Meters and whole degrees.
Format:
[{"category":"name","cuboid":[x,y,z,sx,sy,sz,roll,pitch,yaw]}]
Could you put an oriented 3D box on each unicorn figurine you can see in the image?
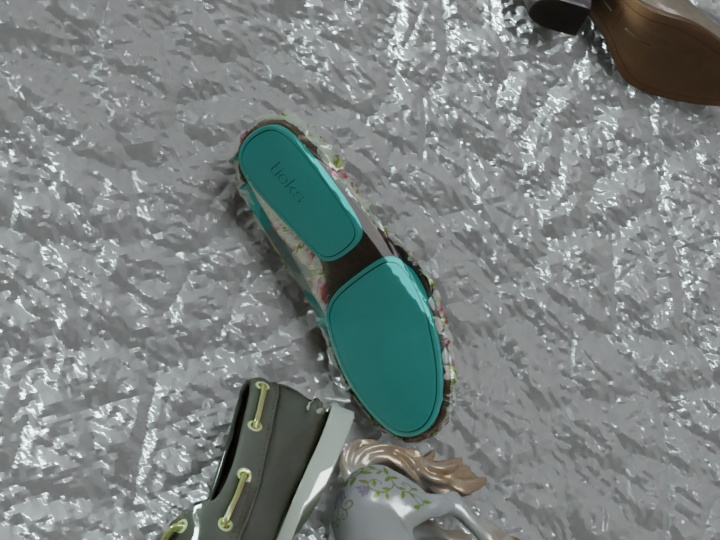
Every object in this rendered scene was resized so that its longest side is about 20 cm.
[{"category":"unicorn figurine","cuboid":[0.018,0.154,1.085,0.137,0.074,0.200,28,19,-20]}]

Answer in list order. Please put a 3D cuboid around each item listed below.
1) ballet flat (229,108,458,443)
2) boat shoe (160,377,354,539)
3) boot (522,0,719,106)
[{"category":"ballet flat","cuboid":[0.000,0.000,1.191,0.200,0.076,0.064,62,14,9]},{"category":"boat shoe","cuboid":[-0.065,0.135,1.050,0.060,0.072,0.202,27,50,0]},{"category":"boot","cuboid":[0.179,-0.201,1.447,0.200,0.070,0.146,22,48,-21]}]
